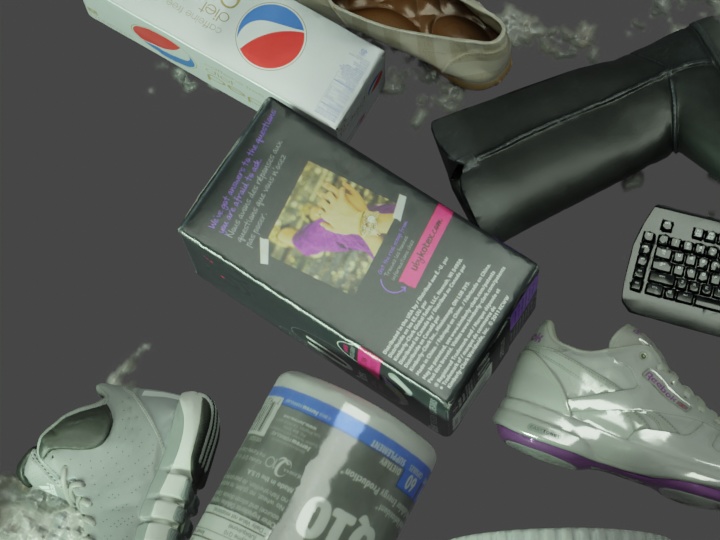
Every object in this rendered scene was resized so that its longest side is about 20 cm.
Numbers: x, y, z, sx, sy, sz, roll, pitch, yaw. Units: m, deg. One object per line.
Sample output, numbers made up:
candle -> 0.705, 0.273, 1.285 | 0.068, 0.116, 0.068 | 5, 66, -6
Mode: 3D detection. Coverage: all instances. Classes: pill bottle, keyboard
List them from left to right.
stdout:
pill bottle -> -0.046, 0.173, 1.654 | 0.114, 0.114, 0.200 | 27, 79, 8
keyboard -> 0.273, -0.001, 1.726 | 0.199, 0.040, 0.104 | 14, 78, 4

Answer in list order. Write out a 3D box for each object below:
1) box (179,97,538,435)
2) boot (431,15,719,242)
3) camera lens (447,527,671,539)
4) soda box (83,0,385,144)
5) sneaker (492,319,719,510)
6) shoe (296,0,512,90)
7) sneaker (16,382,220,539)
box -> 0.000, 0.000, 1.682 | 0.200, 0.122, 0.106 | 33, 80, 9
boot -> 0.163, -0.064, 1.717 | 0.199, 0.066, 0.165 | -20, 52, -7
camera lens -> 0.118, 0.262, 1.604 | 0.159, 0.160, 0.201 | -1, 76, 1
soda box -> -0.084, -0.155, 1.757 | 0.200, 0.068, 0.064 | 31, 79, 8
sneaker -> 0.188, 0.089, 1.687 | 0.199, 0.075, 0.100 | 17, 79, 5
shoe -> 0.012, -0.186, 1.769 | 0.200, 0.053, 0.070 | 28, 79, 8
sneaker -> -0.167, 0.162, 1.688 | 0.115, 0.075, 0.201 | 13, 67, 9
